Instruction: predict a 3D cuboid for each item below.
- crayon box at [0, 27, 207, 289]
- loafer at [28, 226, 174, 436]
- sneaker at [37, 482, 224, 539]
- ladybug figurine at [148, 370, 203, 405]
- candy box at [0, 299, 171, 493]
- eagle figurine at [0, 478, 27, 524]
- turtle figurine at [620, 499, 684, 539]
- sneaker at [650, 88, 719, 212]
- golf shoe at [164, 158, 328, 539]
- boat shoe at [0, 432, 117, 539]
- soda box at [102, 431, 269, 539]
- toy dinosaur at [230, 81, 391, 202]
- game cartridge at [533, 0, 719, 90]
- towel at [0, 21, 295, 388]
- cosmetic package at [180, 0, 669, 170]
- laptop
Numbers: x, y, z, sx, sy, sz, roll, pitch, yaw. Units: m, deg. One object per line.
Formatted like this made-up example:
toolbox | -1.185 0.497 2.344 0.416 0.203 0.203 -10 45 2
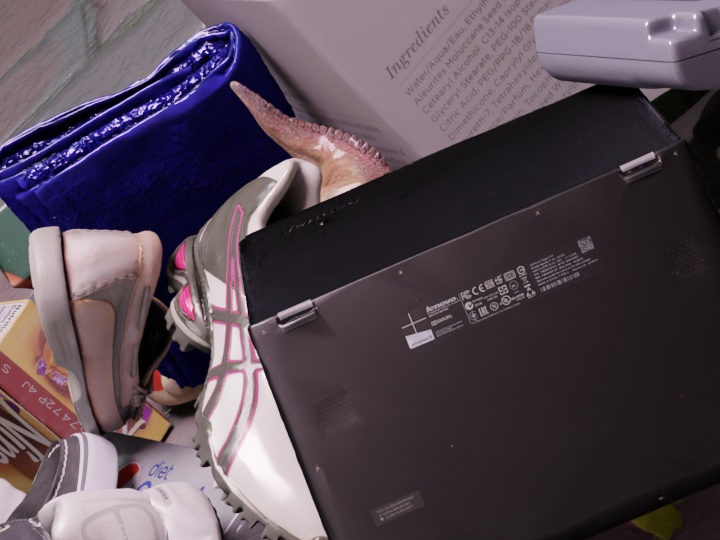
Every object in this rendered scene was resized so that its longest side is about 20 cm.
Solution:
crayon box | -0.127 -0.064 1.551 0.200 0.051 0.127 -40 -17 18
loafer | -0.117 0.032 1.217 0.062 0.200 0.072 -10 70 -1
sneaker | -0.123 0.187 1.104 0.075 0.081 0.201 28 109 58
ladybug figurine | -0.090 -0.006 1.449 0.135 0.072 0.201 -33 27 30
candy box | -0.209 0.077 1.467 0.200 0.117 0.057 -5 47 57
eagle figurine | -0.205 0.216 1.229 0.151 0.151 0.200 -32 16 13
turtle figurine | 0.064 0.080 1.045 0.161 0.064 0.201 -25 31 43
sneaker | 0.151 -0.056 1.129 0.199 0.077 0.089 -20 23 36
golf shoe | -0.030 0.040 1.095 0.088 0.077 0.201 -51 45 32
boat shoe | -0.171 0.154 1.174 0.070 0.066 0.201 -39 28 53
soda box | -0.081 0.129 1.217 0.064 0.068 0.200 -56 23 -16
toy dinosaur | 0.000 0.000 1.194 0.085 0.201 0.135 -11 0 -39
game cartridge | 0.183 -0.117 1.078 0.199 0.042 0.133 -18 10 -22
towel | -0.082 -0.024 1.280 0.147 0.200 0.050 -28 50 7
cosmetic package | 0.041 -0.134 1.257 0.165 0.200 0.165 -49 23 -9
laptop | 0.059 0.024 1.012 0.186 0.201 0.116 -23 -17 3
